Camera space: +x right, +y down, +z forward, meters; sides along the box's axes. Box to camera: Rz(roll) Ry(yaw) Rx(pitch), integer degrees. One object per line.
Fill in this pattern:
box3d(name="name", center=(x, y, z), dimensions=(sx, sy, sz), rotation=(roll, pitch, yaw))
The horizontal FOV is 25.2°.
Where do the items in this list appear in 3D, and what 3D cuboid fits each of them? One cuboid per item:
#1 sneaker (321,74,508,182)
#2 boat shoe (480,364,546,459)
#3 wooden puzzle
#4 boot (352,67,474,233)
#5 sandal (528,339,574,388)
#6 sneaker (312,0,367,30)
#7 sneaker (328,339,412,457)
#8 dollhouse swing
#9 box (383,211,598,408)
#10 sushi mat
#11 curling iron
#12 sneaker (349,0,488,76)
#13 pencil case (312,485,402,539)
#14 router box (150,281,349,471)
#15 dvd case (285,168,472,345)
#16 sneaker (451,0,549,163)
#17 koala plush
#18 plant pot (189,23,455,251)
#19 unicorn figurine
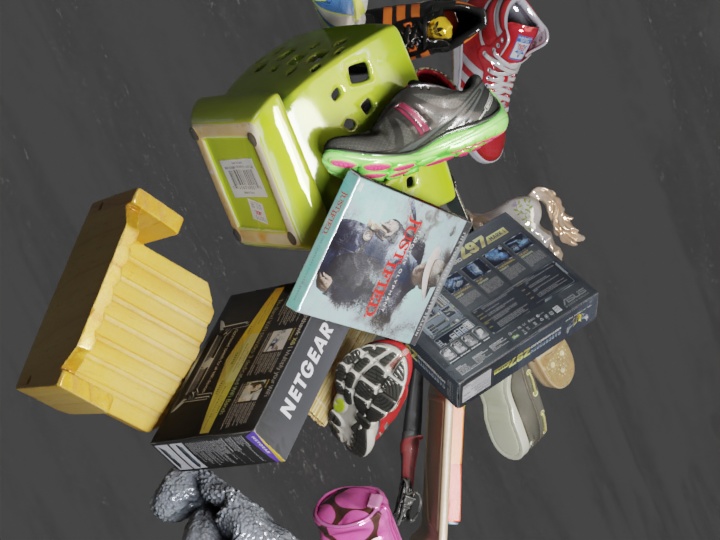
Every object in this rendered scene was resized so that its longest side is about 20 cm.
box3d(name="sneaker", center=(0.046, -0.140, 1.577), dimensions=(0.200, 0.077, 0.084), rotation=(-19, 82, -24))
box3d(name="boat shoe", center=(0.176, 0.126, 1.924), dimensions=(0.060, 0.072, 0.202), rotation=(-30, 115, -35))
box3d(name="wooden puzzle", center=(0.092, 0.214, 1.796), dimensions=(0.037, 0.185, 0.200), rotation=(8, 87, -3))
box3d(name="boot", center=(0.081, -0.118, 1.762), dimensions=(0.073, 0.154, 0.204), rotation=(-32, 91, -27))
box3d(name="sandal", center=(0.207, 0.058, 1.853), dimensions=(0.212, 0.070, 0.078), rotation=(52, 59, -31))
box3d(name="sneaker", center=(-0.053, -0.328, 1.737), dimensions=(0.105, 0.076, 0.200), rotation=(6, 72, -29))
box3d(name="sneaker", center=(0.019, 0.122, 1.741), dimensions=(0.077, 0.200, 0.085), rotation=(41, 57, 11))
box3d(name="dollhouse swing", center=(-0.207, 0.055, 1.564), dimensions=(0.176, 0.182, 0.200), rotation=(28, 72, -24))
box3d(name="box", center=(0.132, 0.040, 1.742), dimensions=(0.200, 0.158, 0.051), rotation=(-31, 145, -23))
box3d(name="sushi mat", center=(-0.024, 0.068, 1.797), dimensions=(0.096, 0.012, 0.200), rotation=(43, 65, -30))
box3d(name="curling iron", center=(0.061, 0.194, 1.830), dimensions=(0.026, 0.050, 0.200), rotation=(15, 62, -13))
box3d(name="sneaker", center=(0.056, -0.269, 1.810), dimensions=(0.200, 0.090, 0.070), rotation=(-22, 104, -37))
box3d(name="pencil case", center=(0.021, 0.336, 1.784), dimensions=(0.091, 0.094, 0.200), rotation=(-46, 119, -50))
box3d(name="router box", center=(-0.105, 0.104, 1.618), dimensions=(0.052, 0.157, 0.200), rotation=(47, 52, -29))
box3d(name="dvd case", center=(0.023, -0.008, 1.597), dimensions=(0.200, 0.022, 0.146), rotation=(19, 98, -53))
box3d(name="sneaker", center=(0.165, -0.227, 1.884), dimensions=(0.071, 0.112, 0.200), rotation=(-10, 96, -38))
box3d(name="koala plush", center=(-0.156, 0.327, 1.607), dimensions=(0.200, 0.184, 0.177), rotation=(-49, 119, -14))
box3d(name="plant pot", center=(-0.051, -0.128, 1.664), dimensions=(0.181, 0.200, 0.199), rotation=(-30, 109, -27))
box3d(name="unicorn figurine", center=(0.153, -0.038, 1.894), dimensions=(0.200, 0.074, 0.137), rotation=(-28, 100, -17))
